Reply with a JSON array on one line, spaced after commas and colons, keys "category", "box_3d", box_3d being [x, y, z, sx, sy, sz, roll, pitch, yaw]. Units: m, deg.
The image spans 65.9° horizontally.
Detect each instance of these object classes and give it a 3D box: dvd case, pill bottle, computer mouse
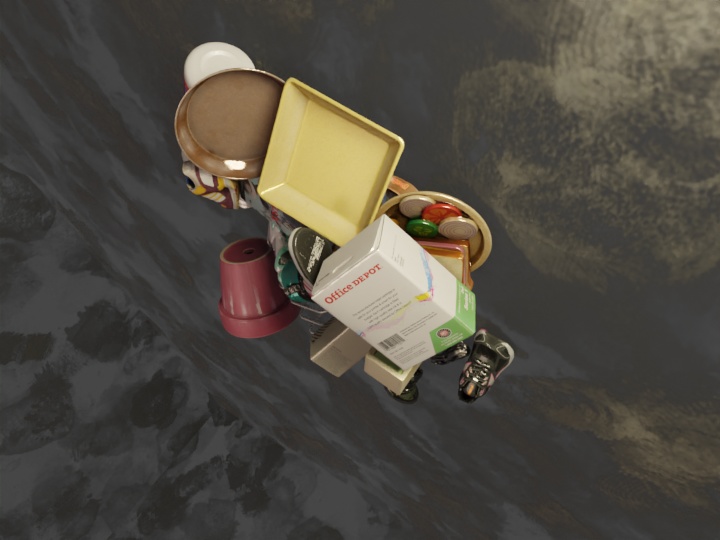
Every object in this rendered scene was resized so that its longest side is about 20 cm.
[{"category": "dvd case", "box_3d": [-0.141, -0.119, 0.988, 0.199, 0.022, 0.147, 40, 154, 13]}, {"category": "pill bottle", "box_3d": [-0.238, -0.271, 0.930, 0.112, 0.113, 0.200, 40, 153, 1]}, {"category": "computer mouse", "box_3d": [0.116, 0.126, 1.116, 0.200, 0.053, 0.138, 43, 154, -3]}]

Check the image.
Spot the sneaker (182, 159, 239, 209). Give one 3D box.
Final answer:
[{"category": "sneaker", "box_3d": [-0.268, -0.163, 1.011, 0.088, 0.077, 0.200, 1, 169, -7]}]

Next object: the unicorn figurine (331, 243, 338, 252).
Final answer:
[{"category": "unicorn figurine", "box_3d": [0.000, 0.000, 0.991, 0.136, 0.074, 0.200, 35, 155, -7]}]

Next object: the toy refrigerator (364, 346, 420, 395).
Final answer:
[{"category": "toy refrigerator", "box_3d": [0.092, 0.102, 0.950, 0.075, 0.200, 0.070, 31, 151, 17]}]

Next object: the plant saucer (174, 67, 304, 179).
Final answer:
[{"category": "plant saucer", "box_3d": [-0.181, -0.225, 0.847, 0.202, 0.197, 0.035, 83, 170, -53]}]

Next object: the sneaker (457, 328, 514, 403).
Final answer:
[{"category": "sneaker", "box_3d": [0.226, 0.192, 1.033, 0.079, 0.087, 0.202, 26, 149, 22]}]

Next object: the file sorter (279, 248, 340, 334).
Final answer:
[{"category": "file sorter", "box_3d": [-0.058, 0.068, 1.180, 0.137, 0.125, 0.202, 12, 142, 43]}]

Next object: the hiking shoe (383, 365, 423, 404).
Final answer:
[{"category": "hiking shoe", "box_3d": [0.102, 0.250, 1.289, 0.100, 0.076, 0.202, 14, 142, 46]}]

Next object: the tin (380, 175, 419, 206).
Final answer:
[{"category": "tin", "box_3d": [0.060, -0.073, 0.917, 0.111, 0.042, 0.202, 32, 152, 26]}]

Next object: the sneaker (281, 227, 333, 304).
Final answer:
[{"category": "sneaker", "box_3d": [-0.091, -0.004, 0.922, 0.119, 0.085, 0.201, 9, 149, 35]}]

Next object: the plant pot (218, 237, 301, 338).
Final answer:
[{"category": "plant pot", "box_3d": [-0.253, 0.029, 1.324, 0.198, 0.199, 0.182, 18, 129, 37]}]

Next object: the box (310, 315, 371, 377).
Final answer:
[{"category": "box", "box_3d": [-0.007, 0.113, 1.074, 0.082, 0.069, 0.199, 37, 116, -26]}]

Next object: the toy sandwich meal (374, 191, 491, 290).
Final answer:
[{"category": "toy sandwich meal", "box_3d": [0.101, -0.029, 0.832, 0.201, 0.071, 0.207, 12, 143, 9]}]

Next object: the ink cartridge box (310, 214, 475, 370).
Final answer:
[{"category": "ink cartridge box", "box_3d": [0.050, 0.037, 0.806, 0.199, 0.085, 0.144, 39, 129, -22]}]

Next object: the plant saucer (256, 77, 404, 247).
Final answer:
[{"category": "plant saucer", "box_3d": [-0.044, -0.157, 0.837, 0.198, 0.048, 0.202, 31, 125, 10]}]

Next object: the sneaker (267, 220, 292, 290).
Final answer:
[{"category": "sneaker", "box_3d": [-0.147, -0.040, 1.133, 0.140, 0.076, 0.204, 139, 126, -71]}]

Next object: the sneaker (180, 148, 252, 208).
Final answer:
[{"category": "sneaker", "box_3d": [-0.278, -0.213, 1.133, 0.198, 0.075, 0.088, 31, 140, 5]}]
